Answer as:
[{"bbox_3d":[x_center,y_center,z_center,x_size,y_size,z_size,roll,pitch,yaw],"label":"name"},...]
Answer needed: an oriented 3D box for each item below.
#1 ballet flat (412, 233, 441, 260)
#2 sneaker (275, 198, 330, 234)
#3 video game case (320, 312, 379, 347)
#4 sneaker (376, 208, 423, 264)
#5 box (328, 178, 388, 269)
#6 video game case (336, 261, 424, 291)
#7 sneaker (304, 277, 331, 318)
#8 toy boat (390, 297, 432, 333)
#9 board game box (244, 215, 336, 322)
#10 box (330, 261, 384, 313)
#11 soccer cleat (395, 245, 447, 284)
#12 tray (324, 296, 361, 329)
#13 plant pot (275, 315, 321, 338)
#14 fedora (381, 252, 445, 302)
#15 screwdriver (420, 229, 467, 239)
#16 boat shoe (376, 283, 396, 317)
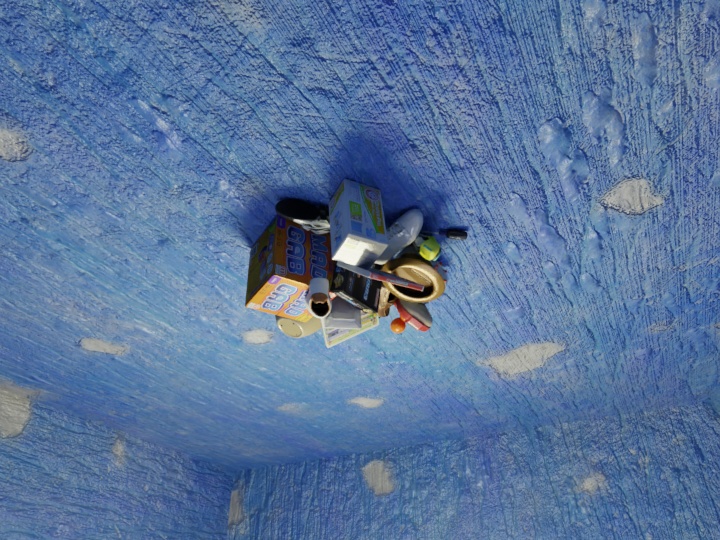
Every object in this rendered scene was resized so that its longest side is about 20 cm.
[{"bbox_3d":[0.180,-0.073,1.567,0.067,0.200,0.067,30,97,-7],"label":"ballet flat"},{"bbox_3d":[-0.138,-0.136,1.516,0.199,0.074,0.089,11,143,-15],"label":"sneaker"},{"bbox_3d":[-0.035,0.152,1.825,0.199,0.022,0.182,-23,135,-16],"label":"video game case"},{"bbox_3d":[0.080,-0.090,1.522,0.200,0.074,0.115,-49,156,23],"label":"sneaker"},{"bbox_3d":[-0.009,-0.121,1.420,0.112,0.201,0.101,14,137,-24],"label":"box"},{"bbox_3d":[0.054,0.013,1.475,0.200,0.018,0.143,14,-175,-40],"label":"video game case"},{"bbox_3d":[-0.115,0.100,1.499,0.072,0.085,0.200,-2,152,-2],"label":"sneaker"},{"bbox_3d":[0.148,0.151,1.837,0.130,0.200,0.131,37,102,-17],"label":"toy boat"},{"bbox_3d":[-0.197,0.001,1.607,0.199,0.200,0.200,18,143,-27],"label":"board game box"},{"bbox_3d":[0.000,0.000,1.590,0.050,0.201,0.198,-3,156,32],"label":"box"},{"bbox_3d":[0.194,-0.012,1.723,0.077,0.070,0.200,-24,133,39],"label":"soccer cleat"},{"bbox_3d":[-0.052,0.084,1.636,0.107,0.200,0.022,2,138,-6],"label":"tray"},{"bbox_3d":[-0.202,0.141,1.820,0.200,0.135,0.201,16,139,15],"label":"plant pot"},{"bbox_3d":[0.158,0.011,1.637,0.200,0.082,0.201,10,141,8],"label":"fedora"},{"bbox_3d":[0.211,-0.110,1.606,0.199,0.028,0.029,5,176,-5],"label":"screwdriver"},{"bbox_3d":[0.081,0.092,1.787,0.067,0.072,0.200,10,146,14],"label":"boat shoe"}]
